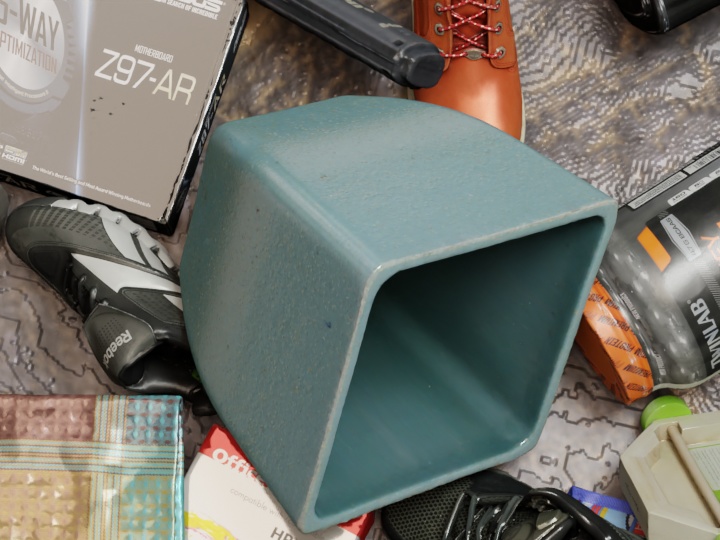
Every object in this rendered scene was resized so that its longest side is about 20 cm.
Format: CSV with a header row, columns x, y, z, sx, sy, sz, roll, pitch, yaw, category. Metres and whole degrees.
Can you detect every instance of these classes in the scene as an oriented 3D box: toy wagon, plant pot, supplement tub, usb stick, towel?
x,y,z,sx,sy,sz,roll,pitch,yaw,category
0.262,0.124,1.543,0.199,0.155,0.040,-7,120,-9,toy wagon
0.000,0.000,1.522,0.195,0.197,0.200,-15,45,-38,plant pot
0.224,-0.009,1.575,0.199,0.123,0.123,-32,80,-5,supplement tub
-0.033,-0.171,1.616,0.200,0.055,0.033,33,102,27,usb stick
-0.178,0.173,1.526,0.146,0.022,0.201,1,77,-2,towel

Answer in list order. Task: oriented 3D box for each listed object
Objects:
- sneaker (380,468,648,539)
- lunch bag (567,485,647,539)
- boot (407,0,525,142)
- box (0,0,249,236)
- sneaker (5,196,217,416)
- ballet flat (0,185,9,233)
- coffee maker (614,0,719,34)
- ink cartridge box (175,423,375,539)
x,y,z,sx,sy,sz,roll,pitch,yaw,category
0.086,0.157,1.527,0.199,0.114,0.077,20,80,33,sneaker
0.185,0.227,1.560,0.199,0.094,0.151,15,81,18,lunch bag
0.065,-0.153,1.614,0.075,0.107,0.201,-8,81,-3,boot
-0.190,-0.129,1.644,0.199,0.044,0.161,19,81,4,box
-0.146,0.025,1.587,0.199,0.067,0.091,32,40,5,sneaker
-0.304,0.013,1.616,0.200,0.067,0.046,-48,52,-4,ballet flat
0.254,-0.226,1.610,0.199,0.135,0.193,-25,80,-3,coffee maker
-0.068,0.176,1.572,0.116,0.067,0.201,26,80,6,ink cartridge box
